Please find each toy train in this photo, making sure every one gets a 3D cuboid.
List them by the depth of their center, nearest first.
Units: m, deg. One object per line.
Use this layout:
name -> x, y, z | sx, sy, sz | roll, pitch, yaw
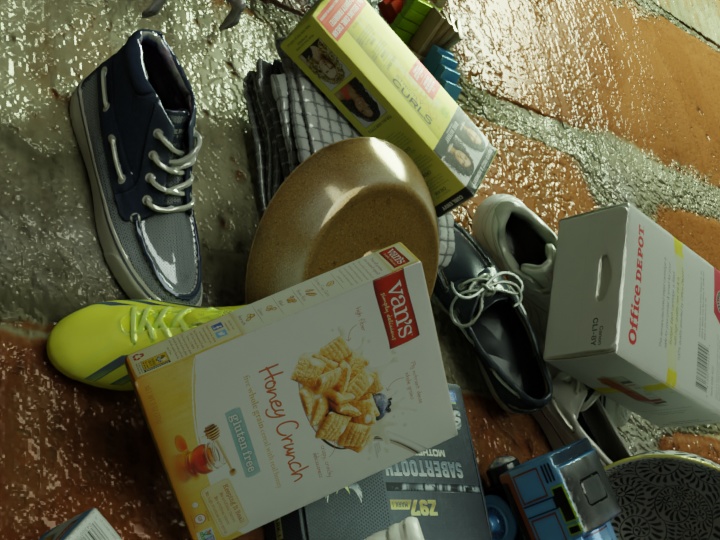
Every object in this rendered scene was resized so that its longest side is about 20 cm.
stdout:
toy train -> 0.171, 0.243, 0.910 | 0.086, 0.114, 0.203 | -9, 73, -47

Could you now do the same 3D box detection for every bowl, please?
bowl -> 0.278, 0.236, 0.980 | 0.202, 0.199, 0.094 | 55, 25, -4

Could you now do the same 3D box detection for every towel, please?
towel -> -0.013, -0.090, 0.952 | 0.164, 0.085, 0.203 | 5, 65, -42

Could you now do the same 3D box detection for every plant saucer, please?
plant saucer -> 0.000, 0.000, 0.853 | 0.198, 0.035, 0.204 | -17, 116, -38

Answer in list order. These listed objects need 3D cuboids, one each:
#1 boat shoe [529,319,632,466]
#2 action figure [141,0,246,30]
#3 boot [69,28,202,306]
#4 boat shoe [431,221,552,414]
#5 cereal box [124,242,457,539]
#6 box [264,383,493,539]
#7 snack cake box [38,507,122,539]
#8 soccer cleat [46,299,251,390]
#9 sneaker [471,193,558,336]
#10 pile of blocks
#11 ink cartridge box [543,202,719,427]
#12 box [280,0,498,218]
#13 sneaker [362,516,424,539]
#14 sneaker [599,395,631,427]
boat shoe -> 0.200, 0.125, 1.049 | 0.071, 0.065, 0.202 | -21, 83, -49
action figure -> -0.142, -0.311, 0.941 | 0.198, 0.104, 0.197 | -12, 85, -46
boot -> -0.148, -0.068, 0.791 | 0.072, 0.090, 0.203 | -13, 76, -48
boat shoe -> 0.115, 0.037, 1.004 | 0.074, 0.062, 0.203 | -21, 81, -14
cereal box -> -0.039, 0.084, 0.720 | 0.197, 0.040, 0.146 | -23, 120, -13
box -> 0.012, 0.162, 0.845 | 0.198, 0.051, 0.160 | 12, 59, -40
snack cake box -> -0.182, 0.241, 0.586 | 0.116, 0.067, 0.200 | 53, 41, -9
soccer cleat -> -0.109, 0.043, 0.741 | 0.196, 0.084, 0.066 | 4, 66, -20
sneaker -> 0.182, 0.013, 1.065 | 0.201, 0.078, 0.099 | 49, 1, -1
pile of blocks -> 0.055, -0.215, 1.096 | 0.061, 0.082, 0.203 | 14, 58, -40
ink cartridge box -> 0.266, 0.046, 1.030 | 0.199, 0.083, 0.148 | 29, 61, -37
box -> 0.027, -0.144, 0.920 | 0.200, 0.050, 0.076 | 46, 45, -13
sneaker -> 0.018, 0.246, 0.765 | 0.076, 0.087, 0.202 | -109, -178, -49
sneaker -> 0.253, 0.058, 1.145 | 0.078, 0.078, 0.204 | 18, 77, -56
